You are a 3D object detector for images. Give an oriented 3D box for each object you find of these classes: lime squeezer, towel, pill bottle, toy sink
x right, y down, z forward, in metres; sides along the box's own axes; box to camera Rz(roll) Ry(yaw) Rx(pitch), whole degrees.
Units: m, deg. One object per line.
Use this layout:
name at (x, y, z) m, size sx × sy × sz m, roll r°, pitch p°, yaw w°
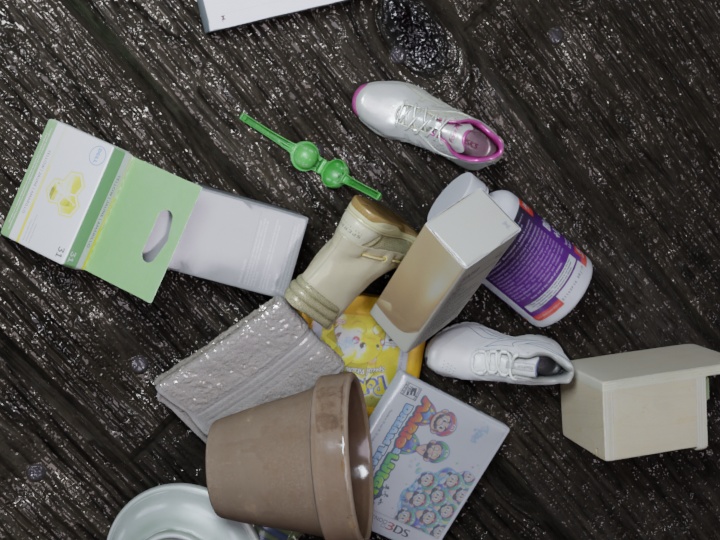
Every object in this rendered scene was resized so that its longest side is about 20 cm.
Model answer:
lime squeezer at (-0.056, -0.128, 1.432) m, size 0.200 × 0.071 × 0.038 m, roll 32°, pitch 106°, yaw 12°
towel at (-0.134, 0.126, 1.420) m, size 0.200 × 0.035 × 0.133 m, roll -35°, pitch 120°, yaw 10°
pill bottle at (0.183, -0.029, 1.482) m, size 0.200 × 0.111 × 0.112 m, roll 38°, pitch 87°, yaw -17°
toy sink at (0.379, 0.172, 1.554) m, size 0.200 × 0.130 × 0.112 m, roll -7°, pitch 99°, yaw -15°

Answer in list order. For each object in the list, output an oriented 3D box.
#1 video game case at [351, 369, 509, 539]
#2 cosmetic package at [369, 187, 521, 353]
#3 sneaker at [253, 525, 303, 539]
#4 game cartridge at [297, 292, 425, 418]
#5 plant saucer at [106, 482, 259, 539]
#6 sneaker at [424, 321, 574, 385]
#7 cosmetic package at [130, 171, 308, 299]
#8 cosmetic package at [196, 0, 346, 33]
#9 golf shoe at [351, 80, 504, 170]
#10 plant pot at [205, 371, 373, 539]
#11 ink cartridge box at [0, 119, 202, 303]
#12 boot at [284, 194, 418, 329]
video game case at (0.070, 0.248, 1.512) m, size 0.182 × 0.024 × 0.200 m, roll 29°, pitch 94°, yaw -26°
cosmetic package at (0.096, 0.003, 1.395) m, size 0.105 × 0.200 × 0.071 m, roll -32°, pitch 74°, yaw -36°
sneaker at (-0.103, 0.329, 1.475) m, size 0.090 × 0.067 × 0.201 m, roll -4°, pitch 95°, yaw -9°
game cartridge at (-0.009, 0.127, 1.493) m, size 0.176 × 0.032 × 0.201 m, roll 7°, pitch 95°, yaw -16°
plant saucer at (-0.216, 0.357, 1.423) m, size 0.200 × 0.050 × 0.201 m, roll 1°, pitch 98°, yaw 7°
sneaker at (0.180, 0.110, 1.513) m, size 0.199 × 0.087 × 0.075 m, roll 3°, pitch 98°, yaw -15°
cosmetic package at (-0.173, -0.043, 1.400) m, size 0.200 × 0.090 × 0.107 m, roll 17°, pitch 93°, yaw -14°
cosmetic package at (-0.102, -0.373, 1.390) m, size 0.200 × 0.052 × 0.151 m, roll -15°, pitch 99°, yaw -12°
golf shoe at (0.088, -0.180, 1.448) m, size 0.200 × 0.092 × 0.075 m, roll 18°, pitch 94°, yaw -15°
plant pot at (-0.083, 0.223, 1.374) m, size 0.174 × 0.200 × 0.201 m, roll -5°, pitch 99°, yaw 6°
ink cartridge box at (-0.291, -0.068, 1.324) m, size 0.200 × 0.048 × 0.146 m, roll 24°, pitch 90°, yaw 27°
boot at (0.000, 0.000, 1.424) m, size 0.073 × 0.200 × 0.156 m, roll 41°, pitch 99°, yaw 23°
